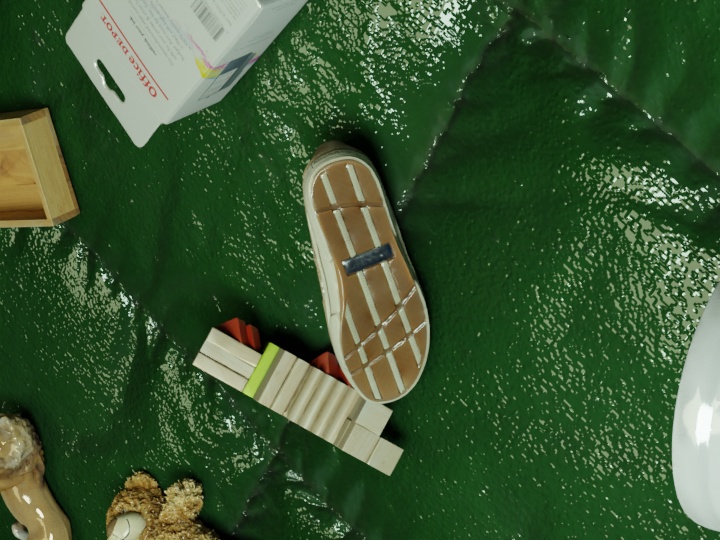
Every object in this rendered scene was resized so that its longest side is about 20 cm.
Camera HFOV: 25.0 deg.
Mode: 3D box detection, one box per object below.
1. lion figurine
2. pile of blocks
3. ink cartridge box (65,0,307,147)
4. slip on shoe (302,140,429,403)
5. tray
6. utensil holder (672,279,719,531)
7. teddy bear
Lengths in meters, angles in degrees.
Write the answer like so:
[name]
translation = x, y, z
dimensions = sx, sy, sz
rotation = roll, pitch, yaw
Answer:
[lion figurine]
translation = -0.338, 0.235, 1.645
dimensions = 0.122, 0.073, 0.201
rotation = -18, 113, 34
[pile of blocks]
translation = -0.043, 0.090, 1.294
dimensions = 0.199, 0.082, 0.062
rotation = 28, 86, 19
[ink cartridge box]
translation = -0.131, -0.193, 1.208
dimensions = 0.117, 0.067, 0.200
rotation = 55, 136, 5
[slip on shoe]
translation = 0.000, 0.000, 1.196
dimensions = 0.061, 0.076, 0.201
rotation = -117, 8, -67
[tray]
translation = -0.342, -0.091, 1.489
dimensions = 0.199, 0.037, 0.099
rotation = 1, 112, 44
[utensil holder]
translation = 0.296, 0.087, 0.877
dimensions = 0.199, 0.170, 0.171
rotation = 16, 122, 36
[teddy bear]
translation = -0.162, 0.264, 1.482
dimensions = 0.200, 0.067, 0.145
rotation = 42, 132, 19
